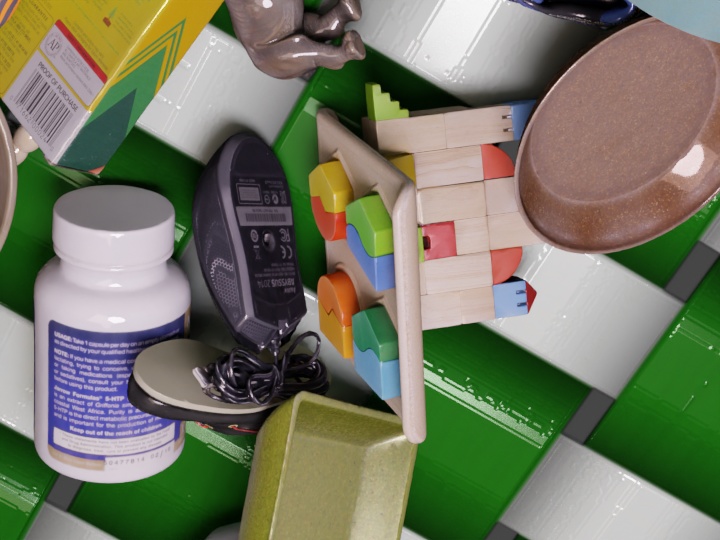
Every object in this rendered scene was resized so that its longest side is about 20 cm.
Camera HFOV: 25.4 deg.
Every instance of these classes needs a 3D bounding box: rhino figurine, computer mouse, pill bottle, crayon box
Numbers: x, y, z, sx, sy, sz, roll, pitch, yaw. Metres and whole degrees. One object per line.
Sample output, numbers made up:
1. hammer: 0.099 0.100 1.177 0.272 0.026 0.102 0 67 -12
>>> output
1. rhino figurine: -0.075 -0.222 1.110 0.087 0.060 0.201 -22 107 26
2. computer mouse: -0.087 0.002 1.169 0.052 0.138 0.202 -12 80 32
3. pill bottle: -0.187 0.046 1.207 0.118 0.120 0.202 7 115 3
4. crayon box: -0.171 -0.183 1.090 0.200 0.051 0.127 -51 61 17

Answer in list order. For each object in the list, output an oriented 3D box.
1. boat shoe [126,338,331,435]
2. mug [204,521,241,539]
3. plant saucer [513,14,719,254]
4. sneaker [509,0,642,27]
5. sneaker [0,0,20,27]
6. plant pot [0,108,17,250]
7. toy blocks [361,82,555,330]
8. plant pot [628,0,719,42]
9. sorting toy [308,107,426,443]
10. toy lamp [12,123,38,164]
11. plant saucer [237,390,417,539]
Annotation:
1. boat shoe: -0.101 0.093 1.188 0.063 0.201 0.074 -50 63 22
2. mug: -0.094 0.289 1.315 0.149 0.186 0.154 40 106 24
3. plant saucer: 0.189 -0.101 1.108 0.198 0.037 0.202 -15 135 -15
4. sneaker: 0.108 -0.215 1.082 0.198 0.079 0.076 14 114 0
5. sneaker: -0.210 -0.253 1.046 0.111 0.077 0.202 11 87 38
6. plant pot: -0.369 -0.068 1.133 0.173 0.199 0.202 11 125 50
7. toy blocks: 0.078 -0.042 1.157 0.135 0.100 0.202 -7 100 -11
8. plant pot: 0.235 -0.241 1.000 0.199 0.201 0.162 21 123 -3
9. sorting toy: 0.000 0.000 1.124 0.036 0.200 0.187 -10 114 -14
10. toy lamp: -0.221 -0.117 1.176 0.199 0.058 0.058 -36 105 22
11. plant saucer: -0.035 0.197 1.197 0.047 0.199 0.202 7 82 29
